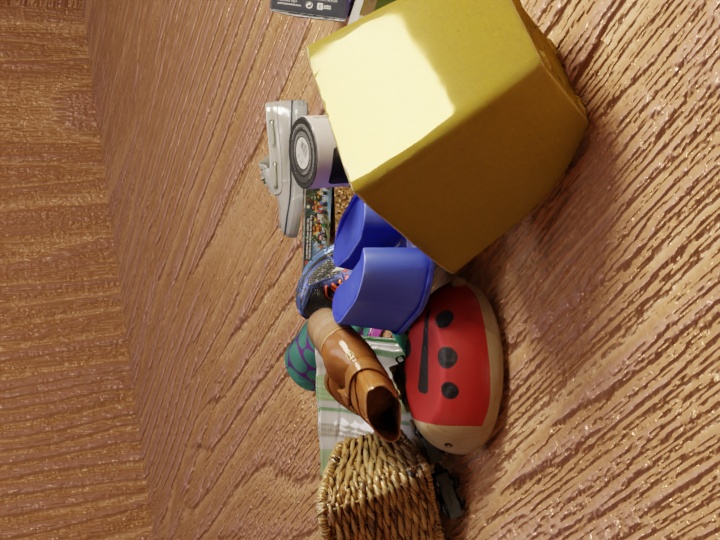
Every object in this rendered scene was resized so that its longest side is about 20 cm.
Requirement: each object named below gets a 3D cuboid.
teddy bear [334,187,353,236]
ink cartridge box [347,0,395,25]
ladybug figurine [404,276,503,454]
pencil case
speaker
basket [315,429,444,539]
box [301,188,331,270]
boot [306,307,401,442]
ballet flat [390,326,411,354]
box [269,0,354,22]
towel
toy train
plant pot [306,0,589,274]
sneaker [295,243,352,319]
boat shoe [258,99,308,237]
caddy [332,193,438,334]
[{"bbox_3d":[-0.003,-0.065,1.664,0.145,0.066,0.202,-119,28,-83],"label":"teddy bear"},{"bbox_3d":[0.028,-0.351,1.485,0.200,0.048,0.146,122,165,-56],"label":"ink cartridge box"},{"bbox_3d":[0.097,0.107,1.370,0.135,0.072,0.202,5,96,54],"label":"ladybug figurine"},{"bbox_3d":[-0.043,0.105,1.745,0.085,0.092,0.200,-63,5,-26],"label":"pencil case"},{"bbox_3d":[0.024,-0.138,1.385,0.081,0.199,0.082,20,113,61],"label":"speaker"},{"bbox_3d":[0.009,0.302,1.481,0.143,0.148,0.201,-134,27,-59],"label":"basket"},{"bbox_3d":[-0.063,-0.087,1.758,0.200,0.037,0.138,-101,14,-76],"label":"box"},{"bbox_3d":[0.011,0.149,1.435,0.155,0.074,0.200,49,175,47],"label":"boot"},{"bbox_3d":[0.051,0.055,1.528,0.200,0.067,0.071,-123,19,-56],"label":"ballet flat"},{"bbox_3d":[-0.047,-0.440,1.593,0.148,0.103,0.201,-68,-14,-66],"label":"box"},{"bbox_3d":[0.005,0.183,1.590,0.148,0.031,0.202,6,103,30],"label":"towel"},{"bbox_3d":[0.079,0.196,1.455,0.046,0.034,0.201,140,110,-83],"label":"toy train"},{"bbox_3d":[0.098,-0.154,1.175,0.199,0.195,0.195,-31,53,18],"label":"plant pot"},{"bbox_3d":[0.000,0.000,1.508,0.200,0.075,0.079,-38,39,18],"label":"sneaker"},{"bbox_3d":[-0.112,-0.146,1.746,0.074,0.066,0.202,-98,11,-72],"label":"boat shoe"},{"bbox_3d":[0.035,-0.010,1.365,0.200,0.104,0.142,126,148,-66],"label":"caddy"}]
